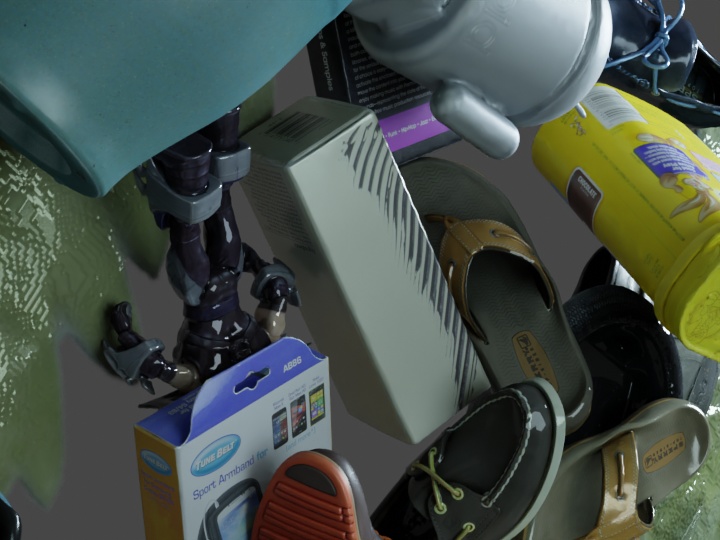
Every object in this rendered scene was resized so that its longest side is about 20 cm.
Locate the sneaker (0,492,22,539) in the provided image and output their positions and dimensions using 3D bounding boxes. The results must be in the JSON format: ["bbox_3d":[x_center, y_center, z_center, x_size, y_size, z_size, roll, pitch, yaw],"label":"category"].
[{"bbox_3d":[-0.235,0.081,0.875,0.200,0.090,0.079,41,65,-37],"label":"sneaker"}]

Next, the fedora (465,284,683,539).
[{"bbox_3d":[0.129,0.104,1.231,0.200,0.091,0.202,-9,104,-41],"label":"fedora"}]

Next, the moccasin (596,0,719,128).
[{"bbox_3d":[0.216,-0.161,1.318,0.199,0.068,0.081,19,79,-43],"label":"moccasin"}]

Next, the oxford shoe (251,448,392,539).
[{"bbox_3d":[-0.013,0.164,1.048,0.073,0.071,0.201,-47,149,-39],"label":"oxford shoe"}]

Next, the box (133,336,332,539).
[{"bbox_3d":[-0.068,0.131,1.042,0.119,0.041,0.201,-29,128,-40],"label":"box"}]

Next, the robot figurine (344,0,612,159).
[{"bbox_3d":[0.074,-0.155,1.099,0.199,0.112,0.171,21,71,-44],"label":"robot figurine"}]

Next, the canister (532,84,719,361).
[{"bbox_3d":[0.217,-0.030,1.221,0.148,0.200,0.087,20,114,-40],"label":"canister"}]

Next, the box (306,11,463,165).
[{"bbox_3d":[0.021,-0.172,1.151,0.143,0.036,0.201,-23,110,-42],"label":"box"}]

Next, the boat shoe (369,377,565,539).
[{"bbox_3d":[0.053,0.143,1.117,0.060,0.072,0.202,4,132,-36],"label":"boat shoe"}]

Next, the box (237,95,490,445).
[{"bbox_3d":[0.000,0.000,1.100,0.068,0.082,0.201,-35,118,-21],"label":"box"}]

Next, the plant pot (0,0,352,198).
[{"bbox_3d":[-0.121,-0.147,0.917,0.188,0.200,0.200,-50,126,-11],"label":"plant pot"}]

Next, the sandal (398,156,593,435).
[{"bbox_3d":[0.079,0.011,1.135,0.081,0.055,0.201,-25,74,-4],"label":"sandal"}]

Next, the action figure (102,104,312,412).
[{"bbox_3d":[-0.086,0.003,1.034,0.130,0.069,0.201,-34,130,-45],"label":"action figure"}]

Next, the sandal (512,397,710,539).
[{"bbox_3d":[0.168,0.142,1.172,0.199,0.054,0.081,-28,115,-35],"label":"sandal"}]

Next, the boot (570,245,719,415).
[{"bbox_3d":[0.219,0.012,1.339,0.130,0.068,0.201,32,69,-35],"label":"boot"}]
